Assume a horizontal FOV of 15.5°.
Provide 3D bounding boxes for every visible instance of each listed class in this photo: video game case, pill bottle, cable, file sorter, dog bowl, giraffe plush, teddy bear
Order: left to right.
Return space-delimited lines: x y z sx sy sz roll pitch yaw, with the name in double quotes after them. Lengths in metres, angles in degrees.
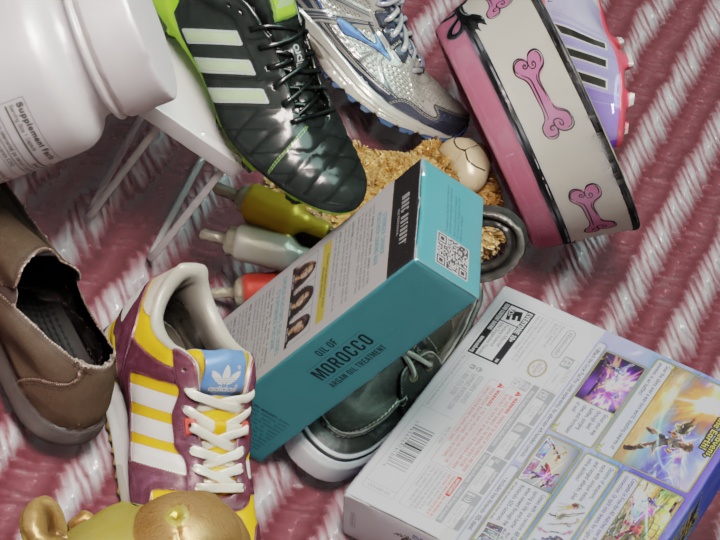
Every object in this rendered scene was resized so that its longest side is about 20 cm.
-0.210 -0.105 1.458 0.113 0.199 0.114 -20 90 -85 "pill bottle"
-0.161 -0.125 1.604 0.200 0.125 0.139 35 41 -10 "file sorter"
-0.098 0.188 1.376 0.199 0.173 0.163 -17 58 -10 "giraffe plush"
0.000 0.000 1.604 0.199 0.098 0.050 6 11 18 "cable"
0.025 -0.051 1.721 0.199 0.067 0.145 -1 21 -34 "teddy bear"
0.116 -0.104 1.793 0.200 0.074 0.201 -25 90 -87 "dog bowl"
0.117 0.119 1.594 0.181 0.046 0.200 24 51 21 "video game case"

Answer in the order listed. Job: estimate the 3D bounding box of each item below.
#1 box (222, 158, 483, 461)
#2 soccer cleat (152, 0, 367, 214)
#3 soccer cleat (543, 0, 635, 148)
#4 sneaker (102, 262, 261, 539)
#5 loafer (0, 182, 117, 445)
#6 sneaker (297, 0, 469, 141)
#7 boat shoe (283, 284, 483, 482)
-0.012 0.025 1.534 0.049 0.200 0.082 32 41 -25 "box"
-0.056 -0.122 1.528 0.067 0.081 0.200 -22 71 -46 "soccer cleat"
0.156 -0.174 1.978 0.076 0.067 0.201 -5 60 -6 "soccer cleat"
-0.094 0.092 1.497 0.075 0.090 0.201 1 55 -39 "sneaker"
-0.191 0.002 1.507 0.073 0.071 0.200 -15 64 -46 "loafer"
0.004 -0.167 1.794 0.200 0.085 0.077 39 13 -8 "sneaker"
0.014 0.053 1.637 0.072 0.071 0.200 41 39 -3 "boat shoe"
